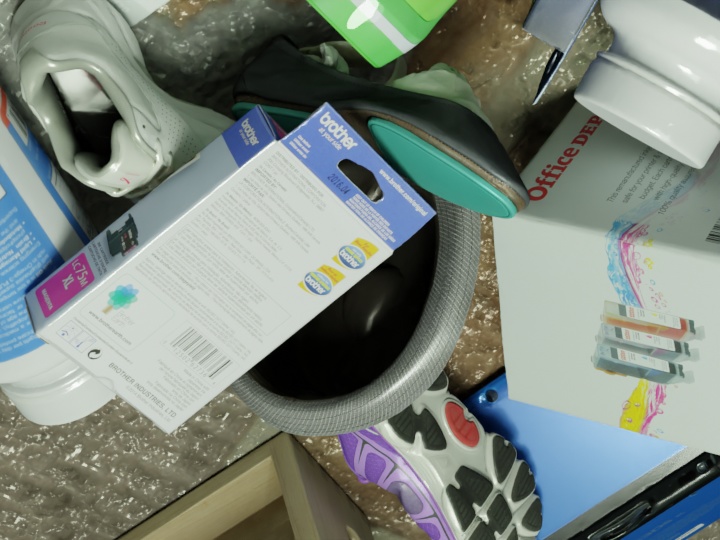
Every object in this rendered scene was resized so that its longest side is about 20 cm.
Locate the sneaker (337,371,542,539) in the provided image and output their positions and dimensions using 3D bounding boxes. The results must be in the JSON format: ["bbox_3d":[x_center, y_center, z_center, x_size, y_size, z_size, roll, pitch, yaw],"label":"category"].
[{"bbox_3d":[0.041,0.122,1.569,0.083,0.081,0.200,-15,116,48],"label":"sneaker"}]

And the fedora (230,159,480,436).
[{"bbox_3d":[0.000,0.000,1.447,0.176,0.201,0.090,5,173,26],"label":"fedora"}]

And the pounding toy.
[{"bbox_3d":[-0.065,0.249,1.560,0.184,0.200,0.142,-33,127,10],"label":"pounding toy"}]

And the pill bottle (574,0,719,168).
[{"bbox_3d":[0.200,-0.161,1.357,0.111,0.111,0.200,28,93,-30],"label":"pill bottle"}]

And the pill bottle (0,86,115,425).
[{"bbox_3d":[-0.204,-0.008,1.395,0.112,0.112,0.200,-27,126,5],"label":"pill bottle"}]

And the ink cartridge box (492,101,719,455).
[{"bbox_3d":[0.195,0.002,1.436,0.200,0.145,0.145,15,131,26],"label":"ink cartridge box"}]

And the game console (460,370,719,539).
[{"bbox_3d":[0.155,0.123,1.634,0.200,0.119,0.171,-34,157,18],"label":"game console"}]

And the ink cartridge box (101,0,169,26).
[{"bbox_3d":[-0.105,-0.234,1.316,0.200,0.047,0.160,-31,129,29],"label":"ink cartridge box"}]

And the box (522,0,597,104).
[{"bbox_3d":[0.134,-0.189,1.336,0.032,0.121,0.200,28,107,-1],"label":"box"}]

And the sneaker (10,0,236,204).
[{"bbox_3d":[-0.120,-0.060,1.367,0.200,0.099,0.078,41,114,-19],"label":"sneaker"}]

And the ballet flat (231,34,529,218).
[{"bbox_3d":[0.018,-0.088,1.367,0.073,0.200,0.073,-29,129,-44],"label":"ballet flat"}]

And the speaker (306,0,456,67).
[{"bbox_3d":[0.054,-0.203,1.326,0.200,0.088,0.088,-45,124,5],"label":"speaker"}]

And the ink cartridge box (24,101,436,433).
[{"bbox_3d":[-0.069,-0.008,1.357,0.200,0.042,0.119,-37,134,11],"label":"ink cartridge box"}]
